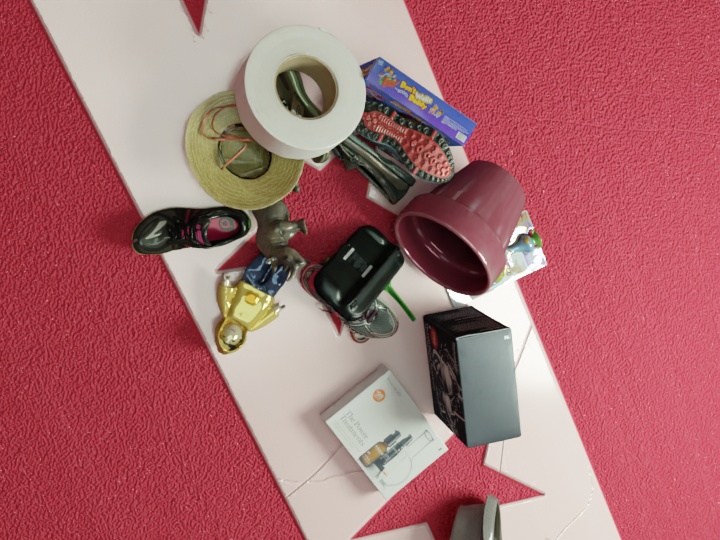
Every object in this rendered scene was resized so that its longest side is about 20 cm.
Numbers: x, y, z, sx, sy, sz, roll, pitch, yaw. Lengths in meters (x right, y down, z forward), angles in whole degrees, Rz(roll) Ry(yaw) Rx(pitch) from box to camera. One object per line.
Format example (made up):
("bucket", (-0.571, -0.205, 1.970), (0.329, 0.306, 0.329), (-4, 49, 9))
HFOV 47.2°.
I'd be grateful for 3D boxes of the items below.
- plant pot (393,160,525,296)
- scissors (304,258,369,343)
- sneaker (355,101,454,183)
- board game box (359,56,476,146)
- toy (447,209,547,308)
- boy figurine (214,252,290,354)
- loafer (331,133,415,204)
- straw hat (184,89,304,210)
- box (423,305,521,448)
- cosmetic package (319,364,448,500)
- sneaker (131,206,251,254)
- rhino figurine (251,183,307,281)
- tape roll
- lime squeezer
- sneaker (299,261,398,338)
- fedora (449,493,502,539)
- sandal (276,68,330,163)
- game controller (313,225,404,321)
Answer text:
("plant pot", (0.187, -0.086, 1.434), (0.200, 0.200, 0.179), (47, 65, -16))
("scissors", (-0.022, 0.043, 1.485), (0.073, 0.014, 0.200), (-33, 103, -5))
("sneaker", (0.081, -0.220, 1.413), (0.200, 0.096, 0.079), (38, 96, 8))
("board game box", (0.084, -0.282, 1.401), (0.200, 0.134, 0.045), (31, 89, -17))
("toy", (0.247, -0.019, 1.526), (0.200, 0.047, 0.115), (-26, 102, -10))
("boy figurine", (-0.195, 0.052, 1.415), (0.124, 0.064, 0.200), (36, 85, -19))
("loafer", (0.004, -0.186, 1.430), (0.200, 0.072, 0.063), (32, 95, -18))
("straw hat", (-0.192, -0.195, 1.369), (0.200, 0.085, 0.202), (1, 86, -9))
("box", (0.196, 0.183, 1.470), (0.104, 0.182, 0.201), (-10, 101, -13))
("cosmetic package", (0.045, 0.298, 1.518), (0.151, 0.052, 0.200), (-39, 105, -9))
("sneaker", (-0.279, -0.070, 1.363), (0.199, 0.084, 0.077), (-13, 100, -13))
("rhino figurine", (-0.134, -0.068, 1.373), (0.087, 0.060, 0.201), (-11, 63, -2))
("tape roll", (-0.095, -0.282, 1.311), (0.202, 0.071, 0.203), (2, 83, -20))
("lime squeezer", (0.025, 0.015, 1.462), (0.200, 0.071, 0.038), (35, 106, -19))
("sneaker", (-0.019, 0.061, 1.442), (0.200, 0.075, 0.081), (32, 90, -16))
("fedora", (0.217, 0.522, 1.555), (0.090, 0.177, 0.201), (-2, 109, 16))
("sandal", (-0.114, -0.267, 1.379), (0.057, 0.080, 0.201), (-31, 96, -31))
("game controller", (0.000, 0.000, 1.414), (0.104, 0.042, 0.200), (38, 46, 3))
